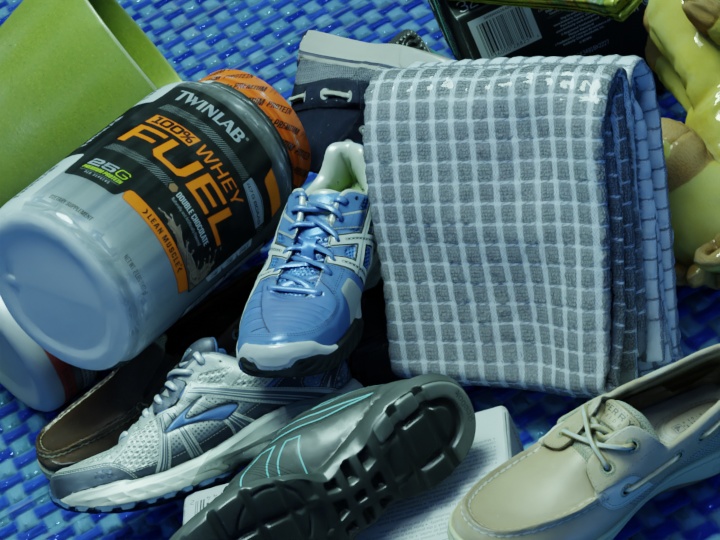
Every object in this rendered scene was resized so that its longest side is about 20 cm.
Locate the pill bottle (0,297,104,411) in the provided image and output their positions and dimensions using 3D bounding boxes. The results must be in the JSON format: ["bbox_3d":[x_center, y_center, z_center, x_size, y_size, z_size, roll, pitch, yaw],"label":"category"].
[{"bbox_3d":[-0.172,-0.006,1.477,0.200,0.116,0.116,-40,37,-22],"label":"pill bottle"}]

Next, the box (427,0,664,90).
[{"bbox_3d":[0.127,-0.202,1.548,0.148,0.124,0.200,-24,33,2],"label":"box"}]

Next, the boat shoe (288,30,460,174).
[{"bbox_3d":[0.020,-0.095,1.392,0.200,0.075,0.093,19,93,57],"label":"boat shoe"}]

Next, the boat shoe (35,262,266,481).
[{"bbox_3d":[-0.127,0.059,1.395,0.202,0.075,0.075,-32,34,-11],"label":"boat shoe"}]

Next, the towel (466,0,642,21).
[{"bbox_3d":[0.119,-0.197,1.420,0.086,0.018,0.200,-41,34,-28],"label":"towel"}]

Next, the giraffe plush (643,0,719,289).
[{"bbox_3d":[0.217,-0.068,1.317,0.200,0.173,0.162,41,78,17],"label":"giraffe plush"}]

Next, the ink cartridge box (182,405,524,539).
[{"bbox_3d":[-0.004,0.168,1.198,0.200,0.045,0.176,-17,34,12],"label":"ink cartridge box"}]

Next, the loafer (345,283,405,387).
[{"bbox_3d":[0.000,0.000,1.402,0.070,0.068,0.201,-8,40,8],"label":"loafer"}]

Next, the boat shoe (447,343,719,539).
[{"bbox_3d":[0.131,0.095,1.153,0.200,0.065,0.072,-22,45,-25],"label":"boat shoe"}]

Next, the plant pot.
[{"bbox_3d":[-0.233,-0.096,1.609,0.200,0.187,0.187,-39,34,5],"label":"plant pot"}]

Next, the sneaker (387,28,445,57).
[{"bbox_3d":[0.071,-0.077,1.446,0.070,0.093,0.200,-46,40,21],"label":"sneaker"}]

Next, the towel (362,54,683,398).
[{"bbox_3d":[0.090,-0.022,1.258,0.165,0.200,0.086,0,12,30],"label":"towel"}]

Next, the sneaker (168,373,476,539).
[{"bbox_3d":[-0.029,0.123,1.189,0.200,0.075,0.079,-30,18,-21],"label":"sneaker"}]

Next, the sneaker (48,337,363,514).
[{"bbox_3d":[-0.097,0.088,1.311,0.200,0.085,0.077,-20,-7,-4],"label":"sneaker"}]

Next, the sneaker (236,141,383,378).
[{"bbox_3d":[-0.030,-0.005,1.282,0.076,0.077,0.200,-1,30,15],"label":"sneaker"}]

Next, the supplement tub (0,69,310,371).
[{"bbox_3d":[-0.127,-0.038,1.359,0.122,0.123,0.200,7,37,38],"label":"supplement tub"}]
